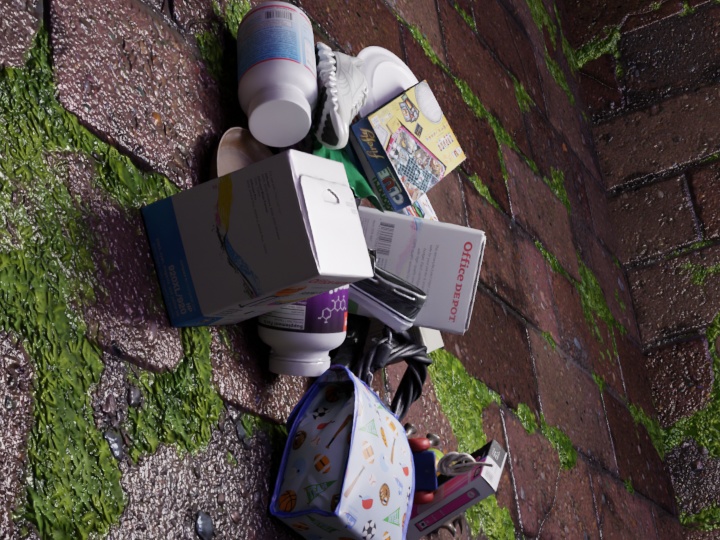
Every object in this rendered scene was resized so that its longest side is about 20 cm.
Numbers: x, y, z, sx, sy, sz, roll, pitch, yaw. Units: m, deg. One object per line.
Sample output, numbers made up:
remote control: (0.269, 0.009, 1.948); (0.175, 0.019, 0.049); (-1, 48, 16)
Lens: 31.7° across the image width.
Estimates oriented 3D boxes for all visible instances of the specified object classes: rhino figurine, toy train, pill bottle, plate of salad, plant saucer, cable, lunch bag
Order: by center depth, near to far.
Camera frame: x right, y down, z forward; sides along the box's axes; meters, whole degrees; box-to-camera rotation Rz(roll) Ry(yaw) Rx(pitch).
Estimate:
lunch bag: (-0.014, 0.240, 1.558); (0.170, 0.123, 0.201); (48, 46, -46)
pill bottle: (-0.070, 0.025, 1.570); (0.112, 0.112, 0.202); (-8, 103, -67)
plant saucer: (-0.140, -0.086, 1.644); (0.200, 0.032, 0.201); (50, 30, -43)
toy train: (0.091, 0.263, 1.698); (0.116, 0.198, 0.085); (7, 79, -72)
pill bottle: (-0.113, -0.264, 1.716); (0.109, 0.108, 0.201); (50, 25, -42)
cable: (0.040, 0.168, 1.754); (0.164, 0.050, 0.200); (-66, 155, -13)
rhino figurine: (0.105, 0.321, 1.857); (0.201, 0.059, 0.088); (59, 45, -30)
plate of salad: (0.046, -0.235, 1.883); (0.200, 0.048, 0.202); (31, 48, -42)

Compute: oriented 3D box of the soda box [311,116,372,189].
soda box: (-0.042, -0.209, 1.915); (0.064, 0.067, 0.202); (-14, 86, -66)

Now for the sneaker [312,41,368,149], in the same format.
sneaker: (-0.025, -0.238, 1.734); (0.080, 0.075, 0.201); (10, 43, -15)

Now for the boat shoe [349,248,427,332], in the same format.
boat shoe: (0.000, 0.000, 1.684); (0.199, 0.071, 0.072); (33, 14, -15)

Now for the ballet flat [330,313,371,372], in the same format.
ballet flat: (-0.032, 0.123, 1.730); (0.200, 0.056, 0.067); (-68, 174, -55)

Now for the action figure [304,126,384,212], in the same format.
action figure: (-0.041, -0.146, 1.735); (0.118, 0.055, 0.200); (34, 19, -30)

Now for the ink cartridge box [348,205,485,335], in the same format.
ink cartridge box: (0.063, -0.003, 1.762); (0.088, 0.198, 0.147); (-77, 178, -85)

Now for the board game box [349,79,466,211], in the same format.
board game box: (0.071, -0.182, 1.815); (0.136, 0.034, 0.200); (62, 35, -8)

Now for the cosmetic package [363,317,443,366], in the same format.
cosmetic package: (0.039, 0.035, 1.873); (0.087, 0.103, 0.202); (-11, 84, -68)

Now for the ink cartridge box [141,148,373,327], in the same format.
ink cartridge box: (-0.114, -0.033, 1.443); (0.147, 0.199, 0.146); (2, 70, -66)

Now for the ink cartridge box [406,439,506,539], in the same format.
ink cartridge box: (0.108, 0.310, 1.716); (0.037, 0.200, 0.095); (46, 27, -7)

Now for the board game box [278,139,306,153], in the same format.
board game box: (-0.080, -0.132, 1.771); (0.120, 0.032, 0.201); (50, 23, -50)

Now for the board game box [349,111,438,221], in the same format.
board game box: (0.051, -0.134, 1.889); (0.126, 0.034, 0.201); (12, 50, -62)
